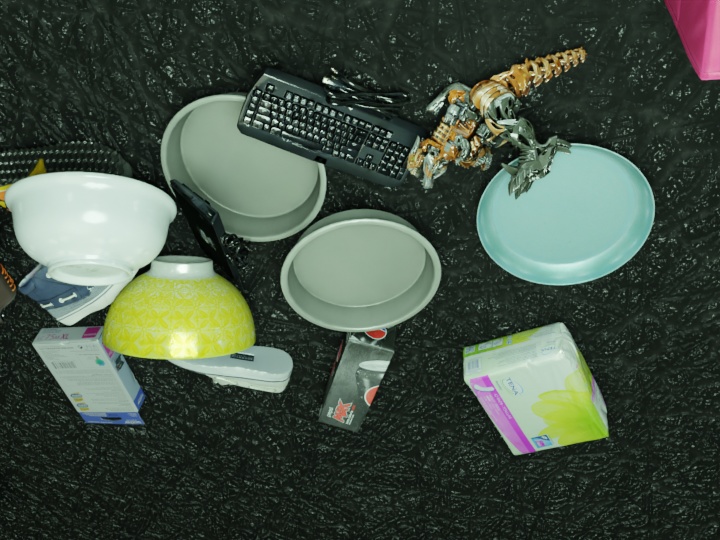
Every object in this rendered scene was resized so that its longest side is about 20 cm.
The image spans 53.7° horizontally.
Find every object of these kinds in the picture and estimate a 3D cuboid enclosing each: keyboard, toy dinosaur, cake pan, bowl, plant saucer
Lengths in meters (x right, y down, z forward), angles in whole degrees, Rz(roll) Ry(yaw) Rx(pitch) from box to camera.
[{"bbox_3d":[-0.023,-0.154,0.753,0.198,0.040,0.105,16,118,-21],"label":"keyboard"},{"bbox_3d":[0.141,-0.149,0.727,0.200,0.102,0.136,-43,79,37],"label":"toy dinosaur"},{"bbox_3d":[0.000,0.000,0.890,0.197,0.037,0.202,-3,137,-3],"label":"cake pan"},{"bbox_3d":[-0.135,-0.123,0.842,0.197,0.037,0.202,6,132,6],"label":"cake pan"},{"bbox_3d":[-0.235,0.039,0.933,0.197,0.200,0.109,4,98,7],"label":"bowl"},{"bbox_3d":[-0.167,-0.044,0.864,0.104,0.040,0.200,42,165,11],"label":"keyboard"},{"bbox_3d":[0.236,-0.066,0.829,0.197,0.028,0.202,6,132,6],"label":"plant saucer"},{"bbox_3d":[-0.322,-0.037,0.856,0.198,0.092,0.201,-4,164,-1],"label":"bowl"}]

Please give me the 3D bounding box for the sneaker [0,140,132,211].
[{"bbox_3d":[-0.369,-0.106,0.894,0.197,0.071,0.090,-1,150,8],"label":"sneaker"}]

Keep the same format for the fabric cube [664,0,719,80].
[{"bbox_3d":[0.334,-0.281,0.508,0.194,0.201,0.201,-4,128,15],"label":"fabric cube"}]

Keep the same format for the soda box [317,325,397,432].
[{"bbox_3d":[-0.006,0.149,1.039,0.070,0.064,0.201,16,132,-4],"label":"soda box"}]

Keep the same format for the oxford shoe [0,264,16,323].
[{"bbox_3d":[-0.534,0.005,1.027,0.072,0.072,0.201,5,136,-33],"label":"oxford shoe"}]

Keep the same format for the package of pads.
[{"bbox_3d":[0.253,0.172,1.006,0.153,0.069,0.201,-19,125,26],"label":"package of pads"}]

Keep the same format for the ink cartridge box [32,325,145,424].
[{"bbox_3d":[-0.432,0.174,1.159,0.118,0.042,0.202,-3,128,13],"label":"ink cartridge box"}]

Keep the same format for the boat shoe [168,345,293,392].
[{"bbox_3d":[-0.203,0.144,1.073,0.197,0.071,0.070,11,130,-8],"label":"boat shoe"}]

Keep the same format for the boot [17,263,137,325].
[{"bbox_3d":[-0.391,0.010,0.983,0.199,0.073,0.090,-29,126,32],"label":"boot"}]
